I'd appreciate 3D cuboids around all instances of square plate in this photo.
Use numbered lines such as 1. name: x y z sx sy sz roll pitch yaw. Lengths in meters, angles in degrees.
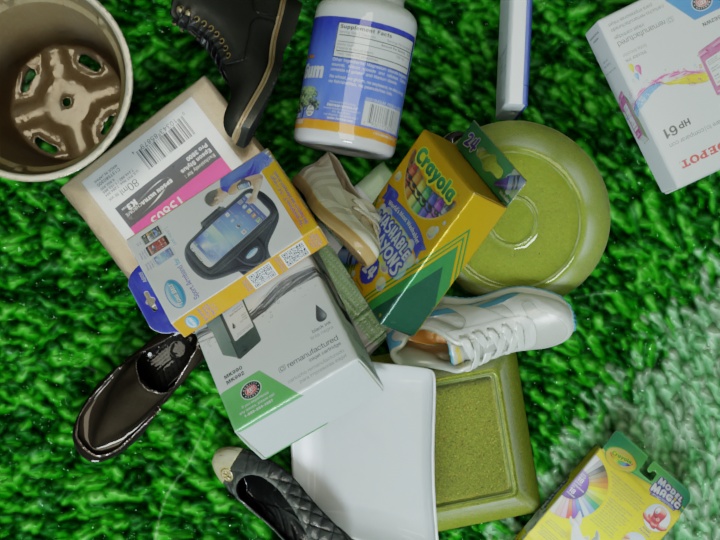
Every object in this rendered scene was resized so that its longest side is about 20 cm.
1. square plate: 0.006 0.185 1.483 0.199 0.028 0.199 6 102 40

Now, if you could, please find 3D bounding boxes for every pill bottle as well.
1. pill bottle: -0.001 -0.225 1.511 0.111 0.112 0.201 10 88 0

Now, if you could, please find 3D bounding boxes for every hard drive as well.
1. hard drive: 0.163 -0.267 1.502 0.025 0.132 0.201 3 89 1

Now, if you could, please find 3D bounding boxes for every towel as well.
1. towel: 0.000 0.000 1.548 0.200 0.031 0.149 -43 90 -1

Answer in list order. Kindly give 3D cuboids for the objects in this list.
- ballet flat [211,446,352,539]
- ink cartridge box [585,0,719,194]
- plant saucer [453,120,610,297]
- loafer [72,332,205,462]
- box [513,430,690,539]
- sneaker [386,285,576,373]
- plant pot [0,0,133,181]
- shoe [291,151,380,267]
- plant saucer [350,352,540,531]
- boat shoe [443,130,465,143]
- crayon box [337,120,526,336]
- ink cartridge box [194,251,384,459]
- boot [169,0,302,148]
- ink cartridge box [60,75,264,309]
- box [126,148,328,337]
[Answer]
1. ballet flat: -0.085 0.256 1.508 0.200 0.057 0.067 38 132 18
2. ink cartridge box: 0.352 -0.201 1.525 0.144 0.085 0.201 -26 90 -1
3. plant saucer: 0.160 -0.055 1.490 0.199 0.031 0.201 4 105 14
4. loafer: -0.238 0.121 1.524 0.073 0.071 0.200 40 89 1
5. box: 0.251 0.280 1.535 0.117 0.048 0.200 41 91 1
6. sneaker: 0.126 0.068 1.486 0.199 0.081 0.077 -4 127 11
7. plant pot: -0.319 -0.185 1.474 0.199 0.183 0.202 0 89 1
8. shoe: -0.019 -0.068 1.461 0.053 0.200 0.070 -42 123 3
9. plant saucer: 0.087 0.182 1.520 0.199 0.048 0.201 -10 92 -6
10. boat shoe: 0.166 -0.081 1.531 0.200 0.066 0.072 37 88 1
11. crayon box: 0.068 -0.051 1.447 0.051 0.126 0.200 22 113 -37
12. ink cartridge box: -0.086 0.065 1.451 0.146 0.084 0.201 -31 56 5
13. boot: -0.151 -0.228 1.492 0.138 0.078 0.201 21 49 -9
14. ink cartridge box: -0.191 -0.082 1.527 0.200 0.075 0.165 -39 88 -2
15. box: -0.146 -0.023 1.444 0.199 0.042 0.119 -33 59 -3
